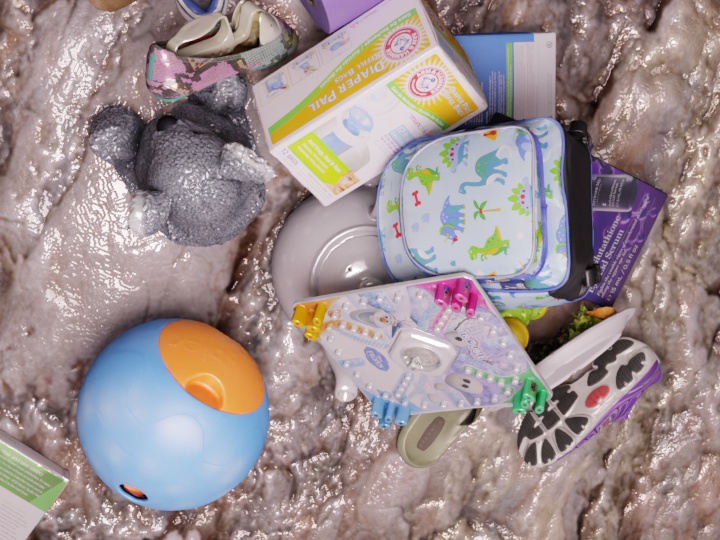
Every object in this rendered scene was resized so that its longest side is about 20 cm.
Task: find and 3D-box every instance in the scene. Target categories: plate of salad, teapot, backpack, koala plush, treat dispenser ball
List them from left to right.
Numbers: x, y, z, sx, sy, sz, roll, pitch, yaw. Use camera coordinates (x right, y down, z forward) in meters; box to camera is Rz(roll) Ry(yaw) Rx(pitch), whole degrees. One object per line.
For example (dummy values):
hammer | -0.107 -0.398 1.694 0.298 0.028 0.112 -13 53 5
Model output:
treat dispenser ball | -0.196 0.151 1.317 0.201 0.201 0.201 -2 102 -10
koala plush | -0.166 -0.097 1.271 0.177 0.200 0.184 -25 105 -5
teapot | 0.000 0.000 1.351 0.197 0.146 0.200 -35 105 -2
backpack | 0.113 -0.054 1.212 0.200 0.147 0.183 -7 78 30
plate of salad | 0.220 0.093 1.402 0.200 0.200 0.048 -34 76 -2

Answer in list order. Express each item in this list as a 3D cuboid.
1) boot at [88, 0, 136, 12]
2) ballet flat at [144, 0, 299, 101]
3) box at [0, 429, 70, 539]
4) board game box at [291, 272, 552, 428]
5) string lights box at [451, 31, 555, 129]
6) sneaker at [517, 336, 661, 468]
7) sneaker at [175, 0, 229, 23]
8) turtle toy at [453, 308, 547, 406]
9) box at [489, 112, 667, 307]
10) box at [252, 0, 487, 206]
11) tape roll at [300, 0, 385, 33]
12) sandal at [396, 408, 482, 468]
boot | -0.292 -0.352 1.265 0.075 0.074 0.200 -33 108 8
ballet flat | -0.134 -0.233 1.270 0.200 0.069 0.071 -29 143 -38
box | -0.437 0.269 1.384 0.144 0.036 0.200 36 95 -15
board game box | 0.060 0.086 1.232 0.200 0.026 0.200 -10 135 31
string lights box | 0.110 -0.207 1.372 0.200 0.059 0.103 -3 102 -10
sneaker | 0.276 0.169 1.477 0.200 0.081 0.083 -40 133 9
sneaker | -0.177 -0.348 1.275 0.075 0.088 0.200 -22 103 -3
turtle toy | 0.113 0.073 1.353 0.101 0.146 0.200 40 118 3
box | 0.211 -0.063 1.365 0.200 0.104 0.148 18 100 -36
box | 0.008 -0.175 1.260 0.200 0.101 0.112 -30 139 15
tape roll | -0.044 -0.343 1.242 0.085 0.200 0.200 -30 105 -4
sandal | 0.117 0.147 1.448 0.080 0.057 0.201 30 92 -15
